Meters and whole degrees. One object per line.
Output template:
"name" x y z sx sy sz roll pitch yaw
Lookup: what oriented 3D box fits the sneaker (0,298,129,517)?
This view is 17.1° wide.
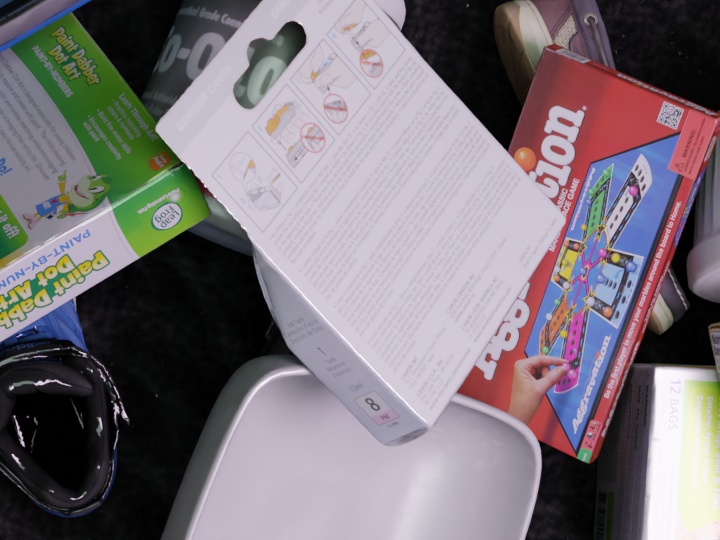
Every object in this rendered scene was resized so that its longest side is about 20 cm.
"sneaker" -0.176 0.033 1.236 0.076 0.111 0.202 -18 91 -10

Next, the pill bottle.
"pill bottle" -0.045 -0.114 1.261 0.113 0.114 0.201 23 85 -8

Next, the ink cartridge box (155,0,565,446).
"ink cartridge box" -0.003 -0.039 1.190 0.200 0.057 0.163 45 53 -11

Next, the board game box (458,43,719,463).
"board game box" 0.112 -0.008 1.276 0.102 0.019 0.201 25 109 19

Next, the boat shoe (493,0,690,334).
"boat shoe" 0.140 -0.065 1.315 0.064 0.072 0.201 -25 87 -5

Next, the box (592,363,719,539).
"box" 0.237 0.111 1.311 0.198 0.101 0.114 5 88 -10

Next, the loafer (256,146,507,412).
"loafer" 0.000 0.000 1.299 0.063 0.072 0.200 38 84 31

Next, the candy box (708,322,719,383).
"candy box" 0.262 0.112 1.235 0.116 0.056 0.202 -13 93 -10

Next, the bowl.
"bowl" -0.018 0.142 1.249 0.199 0.075 0.201 16 98 -31

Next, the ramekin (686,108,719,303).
"ramekin" 0.272 -0.045 1.280 0.200 0.202 0.095 -2 78 -10

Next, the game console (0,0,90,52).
"game console" -0.210 -0.195 1.238 0.199 0.171 0.119 -32 120 -9

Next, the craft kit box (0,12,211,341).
"craft kit box" -0.202 -0.043 1.200 0.197 0.200 0.049 -33 135 -6
